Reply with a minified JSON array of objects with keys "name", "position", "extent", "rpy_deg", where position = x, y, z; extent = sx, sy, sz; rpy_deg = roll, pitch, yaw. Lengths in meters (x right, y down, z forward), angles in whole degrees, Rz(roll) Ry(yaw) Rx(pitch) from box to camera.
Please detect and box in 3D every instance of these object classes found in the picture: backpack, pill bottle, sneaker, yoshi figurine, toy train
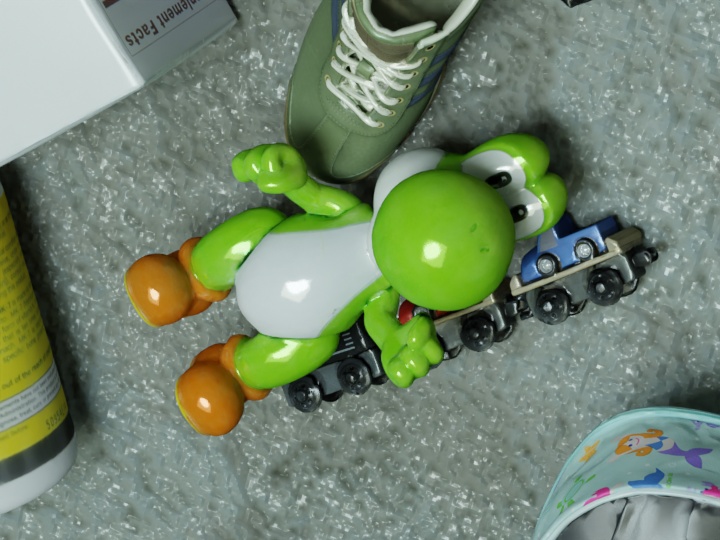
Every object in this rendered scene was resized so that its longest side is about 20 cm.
[{"name":"backpack","position":[0.147,0.159,1.206],"extent":[0.177,0.151,0.200],"rpy_deg":[19,124,5]},{"name":"pill bottle","position":[-0.214,0.014,1.305],"extent":[0.114,0.114,0.201],"rpy_deg":[-7,109,23]},{"name":"sneaker","position":[0.012,-0.112,1.182],"extent":[0.067,0.090,0.200],"rpy_deg":[34,119,4]},{"name":"yoshi figurine","position":[-0.006,-0.001,1.202],"extent":[0.200,0.112,0.112],"rpy_deg":[-25,138,21]},{"name":"toy train","position":[0.045,0.016,1.257],"extent":[0.200,0.034,0.046],"rpy_deg":[-21,90,27]}]

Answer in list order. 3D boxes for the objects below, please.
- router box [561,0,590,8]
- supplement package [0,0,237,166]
[{"name":"router box","position":[0.115,-0.225,1.089],"extent":[0.149,0.051,0.201],"rpy_deg":[-21,104,0]},{"name":"supplement package","position":[-0.167,-0.158,1.215],"extent":[0.117,0.117,0.200],"rpy_deg":[-25,100,26]}]
